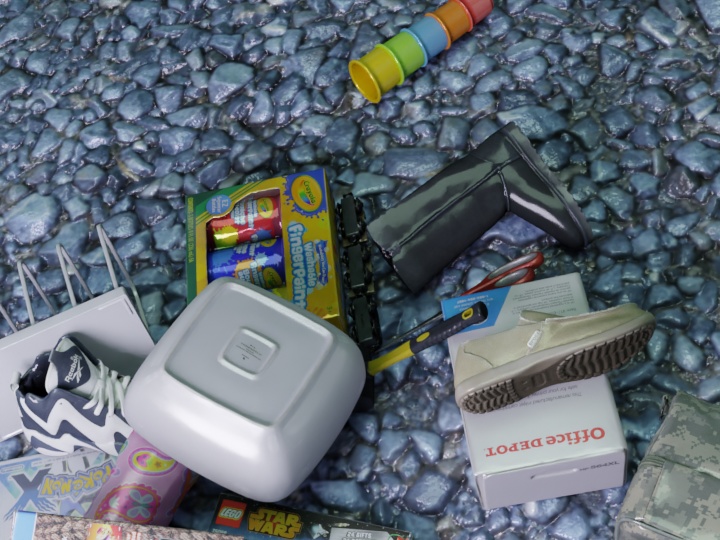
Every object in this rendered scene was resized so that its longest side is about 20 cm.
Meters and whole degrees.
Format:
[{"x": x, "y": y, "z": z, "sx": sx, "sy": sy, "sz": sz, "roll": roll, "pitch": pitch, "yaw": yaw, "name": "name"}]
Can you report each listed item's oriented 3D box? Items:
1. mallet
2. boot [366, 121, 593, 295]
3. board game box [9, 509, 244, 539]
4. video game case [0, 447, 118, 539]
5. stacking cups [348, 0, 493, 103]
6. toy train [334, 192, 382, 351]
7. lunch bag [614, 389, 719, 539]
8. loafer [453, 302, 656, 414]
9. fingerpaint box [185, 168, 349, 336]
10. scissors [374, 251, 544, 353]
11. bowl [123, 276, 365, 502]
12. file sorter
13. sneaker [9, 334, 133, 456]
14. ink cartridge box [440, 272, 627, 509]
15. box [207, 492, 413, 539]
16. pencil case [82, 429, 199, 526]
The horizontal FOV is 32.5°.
[{"x": 0.047, "y": 0.087, "z": 1.222, "sx": 0.199, "sy": 0.041, "sz": 0.067, "roll": -24, "pitch": 52, "yaw": 41, "name": "mallet"}, {"x": 0.127, "y": -0.041, "z": 1.330, "sx": 0.199, "sy": 0.066, "sz": 0.165, "roll": -35, "pitch": 75, "yaw": -6, "name": "boot"}, {"x": -0.210, "y": 0.300, "z": 1.063, "sx": 0.197, "sy": 0.097, "sz": 0.162, "roll": 9, "pitch": 74, "yaw": -11, "name": "board game box"}, {"x": -0.300, "y": 0.264, "z": 1.244, "sx": 0.197, "sy": 0.022, "sz": 0.184, "roll": -11, "pitch": 55, "yaw": 4, "name": "video game case"}, {"x": 0.076, "y": -0.287, "z": 1.521, "sx": 0.199, "sy": 0.061, "sz": 0.060, "roll": -40, "pitch": 57, "yaw": -17, "name": "stacking cups"}, {"x": 0.000, "y": 0.000, "z": 1.347, "sx": 0.034, "sy": 0.046, "sz": 0.202, "roll": -15, "pitch": 55, "yaw": 11, "name": "toy train"}, {"x": 0.337, "y": 0.203, "z": 1.075, "sx": 0.198, "sy": 0.140, "sz": 0.169, "roll": 17, "pitch": 62, "yaw": 22, "name": "lunch bag"}, {"x": 0.174, "y": 0.067, "z": 1.139, "sx": 0.198, "sy": 0.076, "sz": 0.069, "roll": -19, "pitch": 60, "yaw": -2, "name": "loafer"}, {"x": -0.104, "y": -0.001, "z": 1.352, "sx": 0.165, "sy": 0.074, "sz": 0.202, "roll": -10, "pitch": 55, "yaw": 6, "name": "fingerpaint box"}, {"x": 0.105, "y": 0.035, "z": 1.301, "sx": 0.199, "sy": 0.014, "sz": 0.073, "roll": -28, "pitch": 17, "yaw": 22, "name": "scissors"}, {"x": -0.107, "y": 0.099, "z": 1.179, "sx": 0.198, "sy": 0.075, "sz": 0.200, "roll": 27, "pitch": 53, "yaw": 12, "name": "bowl"}, {"x": -0.334, "y": 0.063, "z": 1.320, "sx": 0.198, "sy": 0.139, "sz": 0.125, "roll": -24, "pitch": 52, "yaw": -5, "name": "file sorter"}, {"x": -0.261, "y": 0.122, "z": 1.242, "sx": 0.196, "sy": 0.130, "sz": 0.080, "roll": -1, "pitch": 51, "yaw": 13, "name": "sneaker"}, {"x": 0.167, "y": 0.117, "z": 1.205, "sx": 0.144, "sy": 0.085, "sz": 0.202, "roll": -11, "pitch": 55, "yaw": 4, "name": "ink cartridge box"}, {"x": -0.060, "y": 0.296, "z": 1.159, "sx": 0.198, "sy": 0.040, "sz": 0.138, "roll": 8, "pitch": 59, "yaw": 18, "name": "box"}, {"x": -0.228, "y": 0.241, "z": 1.176, "sx": 0.087, "sy": 0.088, "sz": 0.201, "roll": 21, "pitch": 67, "yaw": 24, "name": "pencil case"}]
